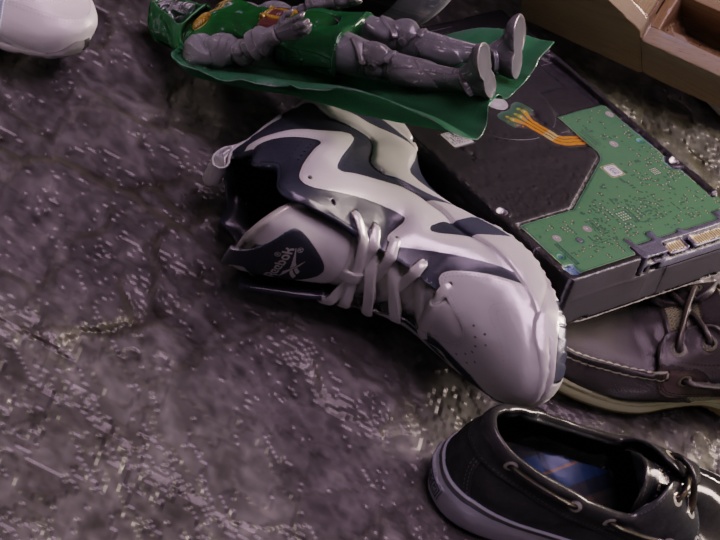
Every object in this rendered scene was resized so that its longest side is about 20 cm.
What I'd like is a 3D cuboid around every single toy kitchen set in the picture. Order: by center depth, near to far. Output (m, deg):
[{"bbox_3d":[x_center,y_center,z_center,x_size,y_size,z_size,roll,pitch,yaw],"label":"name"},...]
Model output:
[{"bbox_3d":[0.190,-0.210,1.512,0.180,0.200,0.163,27,72,18],"label":"toy kitchen set"}]

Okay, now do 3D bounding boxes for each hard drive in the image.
[{"bbox_3d":[0.084,-0.056,1.484,0.140,0.038,0.200,-18,49,-41],"label":"hard drive"}]

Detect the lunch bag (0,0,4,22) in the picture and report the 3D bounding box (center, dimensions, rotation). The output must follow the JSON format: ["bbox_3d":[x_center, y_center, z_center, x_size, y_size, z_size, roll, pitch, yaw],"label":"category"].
[{"bbox_3d":[-0.250,-0.159,1.310,0.169,0.127,0.200,6,90,-20],"label":"lunch bag"}]

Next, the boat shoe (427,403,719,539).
[{"bbox_3d":[0.130,0.111,1.399,0.200,0.057,0.069,14,48,-24],"label":"boat shoe"}]

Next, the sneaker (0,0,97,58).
[{"bbox_3d":[-0.192,-0.189,1.413,0.074,0.087,0.200,-24,72,-47],"label":"sneaker"}]

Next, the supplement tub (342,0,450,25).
[{"bbox_3d":[-0.041,-0.209,1.504,0.200,0.123,0.123,16,48,-23],"label":"supplement tub"}]

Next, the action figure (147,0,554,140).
[{"bbox_3d":[-0.019,-0.112,1.427,0.200,0.055,0.118,8,25,25],"label":"action figure"}]

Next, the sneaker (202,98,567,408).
[{"bbox_3d":[0.000,0.000,1.388,0.130,0.080,0.199,-18,65,-40],"label":"sneaker"}]

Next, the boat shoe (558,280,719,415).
[{"bbox_3d":[0.173,0.035,1.484,0.201,0.066,0.072,12,50,-26],"label":"boat shoe"}]

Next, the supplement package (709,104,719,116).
[{"bbox_3d":[0.206,-0.204,1.668,0.200,0.117,0.117,47,42,8],"label":"supplement package"}]
